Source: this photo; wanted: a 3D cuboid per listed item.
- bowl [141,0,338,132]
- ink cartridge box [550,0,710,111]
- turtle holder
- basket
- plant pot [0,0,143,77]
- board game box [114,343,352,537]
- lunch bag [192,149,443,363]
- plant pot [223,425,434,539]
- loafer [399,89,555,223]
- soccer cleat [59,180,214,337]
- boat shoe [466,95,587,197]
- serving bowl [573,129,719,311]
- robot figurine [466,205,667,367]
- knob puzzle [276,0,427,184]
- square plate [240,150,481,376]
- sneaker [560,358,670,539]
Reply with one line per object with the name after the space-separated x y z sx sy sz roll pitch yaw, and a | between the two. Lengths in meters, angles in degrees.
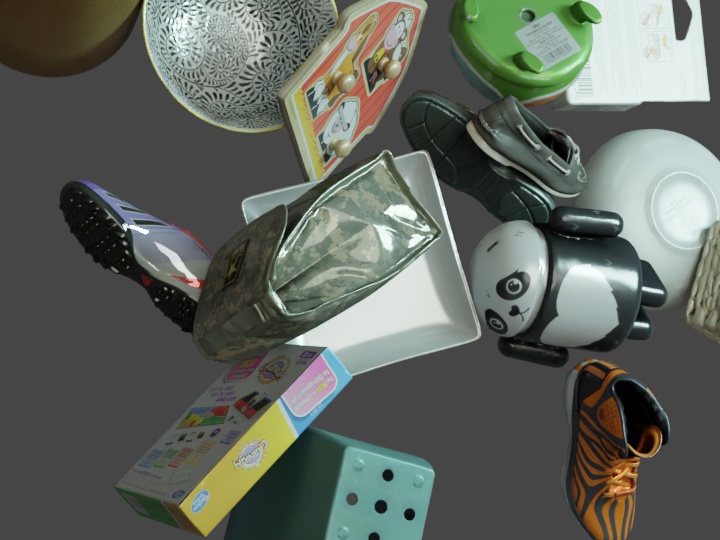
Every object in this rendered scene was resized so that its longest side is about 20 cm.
-0.129 -0.224 1.624 0.201 0.094 0.201 3 84 -26 | bowl
0.283 -0.274 1.830 0.176 0.045 0.200 -2 83 -21 | ink cartridge box
0.142 -0.243 1.718 0.185 0.132 0.141 27 65 2 | turtle holder
0.454 0.032 1.780 0.200 0.123 0.136 25 80 -39 | basket
-0.264 -0.291 1.525 0.186 0.200 0.187 4 80 -22 | plant pot
-0.118 0.148 1.543 0.200 0.153 0.040 -46 111 -21 | board game box
-0.055 -0.003 1.532 0.200 0.164 0.118 -37 94 -35 | lunch bag
-0.020 0.217 1.549 0.141 0.200 0.141 17 76 -18 | plant pot
0.121 -0.116 1.739 0.200 0.072 0.063 41 30 -13 | loafer
-0.196 -0.022 1.593 0.200 0.068 0.073 41 50 -11 | soccer cleat
0.187 -0.125 1.713 0.200 0.057 0.067 19 38 -49 | boat shoe
0.331 -0.058 1.807 0.200 0.066 0.200 3 82 -22 | serving bowl
0.207 0.018 1.710 0.200 0.125 0.150 10 80 -17 | robot figurine
0.007 -0.187 1.630 0.030 0.220 0.220 33 67 22 | knob puzzle
0.000 0.000 1.669 0.200 0.028 0.198 -16 89 -13 | square plate
0.259 0.194 1.699 0.078 0.112 0.200 -16 105 -22 | sneaker
